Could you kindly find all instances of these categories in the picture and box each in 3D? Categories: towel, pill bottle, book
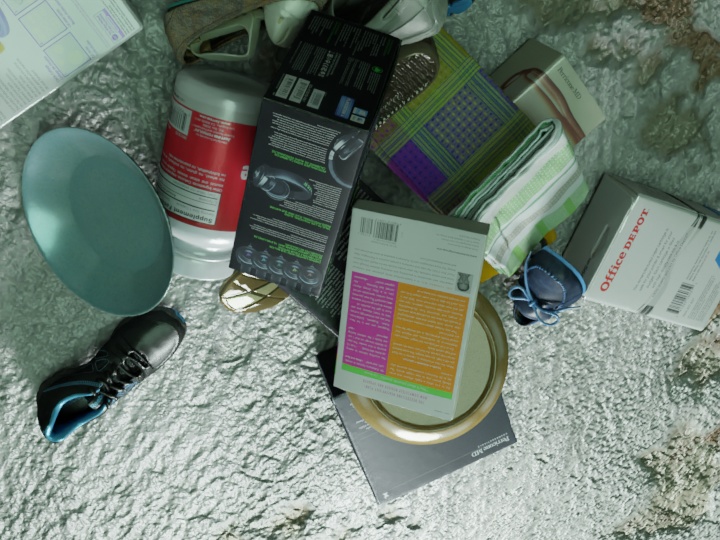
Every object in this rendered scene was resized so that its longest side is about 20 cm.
[{"bbox_3d":[0.178,-0.068,0.943,0.149,0.031,0.200,-45,152,7],"label":"towel"},{"bbox_3d":[0.083,-0.157,0.938,0.144,0.023,0.200,-44,79,6],"label":"towel"},{"bbox_3d":[-0.150,-0.097,0.911,0.111,0.112,0.201,8,114,-20],"label":"pill bottle"},{"bbox_3d":[0.046,0.039,0.886,0.133,0.048,0.201,12,115,10],"label":"book"}]

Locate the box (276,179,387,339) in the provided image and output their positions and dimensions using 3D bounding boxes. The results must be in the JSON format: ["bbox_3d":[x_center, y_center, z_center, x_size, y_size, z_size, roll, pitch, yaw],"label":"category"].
[{"bbox_3d":[0.000,0.000,0.960,0.200,0.036,0.143,42,80,-8],"label":"box"}]

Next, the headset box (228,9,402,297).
[{"bbox_3d":[-0.043,-0.102,0.816,0.092,0.175,0.201,18,130,-1],"label":"headset box"}]

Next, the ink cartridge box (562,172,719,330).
[{"bbox_3d":[0.373,-0.023,1.126,0.199,0.084,0.147,15,111,-23],"label":"ink cartridge box"}]

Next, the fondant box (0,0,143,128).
[{"bbox_3d":[-0.325,-0.233,0.821,0.199,0.058,0.145,-34,121,1],"label":"fondant box"}]

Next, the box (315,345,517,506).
[{"bbox_3d":[0.070,0.161,1.114,0.199,0.104,0.183,-23,119,-5],"label":"box"}]

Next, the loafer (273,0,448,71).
[{"bbox_3d":[-0.011,-0.240,0.861,0.199,0.070,0.070,-15,148,34],"label":"loafer"}]

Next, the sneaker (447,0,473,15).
[{"bbox_3d":[0.019,-0.313,0.883,0.198,0.073,0.083,10,77,-13],"label":"sneaker"}]

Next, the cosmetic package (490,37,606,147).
[{"bbox_3d":[0.159,-0.148,0.996,0.200,0.087,0.103,-44,119,7],"label":"cosmetic package"}]

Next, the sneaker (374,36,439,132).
[{"bbox_3d":[-0.005,-0.183,0.923,0.199,0.076,0.070,-28,133,21],"label":"sneaker"}]

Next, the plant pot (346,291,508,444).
[{"bbox_3d":[0.076,0.103,1.015,0.198,0.027,0.202,0,94,-7],"label":"plant pot"}]

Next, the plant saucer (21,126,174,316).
[{"bbox_3d":[-0.256,-0.052,0.897,0.200,0.039,0.202,15,121,26],"label":"plant saucer"}]

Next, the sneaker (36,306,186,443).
[{"bbox_3d":[-0.276,0.121,1.000,0.200,0.082,0.073,-38,119,2],"label":"sneaker"}]

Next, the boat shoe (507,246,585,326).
[{"bbox_3d":[0.219,0.034,1.053,0.069,0.084,0.200,-43,160,-6],"label":"boat shoe"}]

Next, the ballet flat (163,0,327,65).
[{"bbox_3d":[-0.096,-0.239,0.845,0.199,0.068,0.068,-12,82,24],"label":"ballet flat"}]

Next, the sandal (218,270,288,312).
[{"bbox_3d":[-0.083,-0.031,1.001,0.200,0.054,0.080,-48,140,-8],"label":"sandal"}]

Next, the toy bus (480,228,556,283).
[{"bbox_3d":[0.129,-0.026,1.062,0.199,0.065,0.079,-29,119,-1],"label":"toy bus"}]
